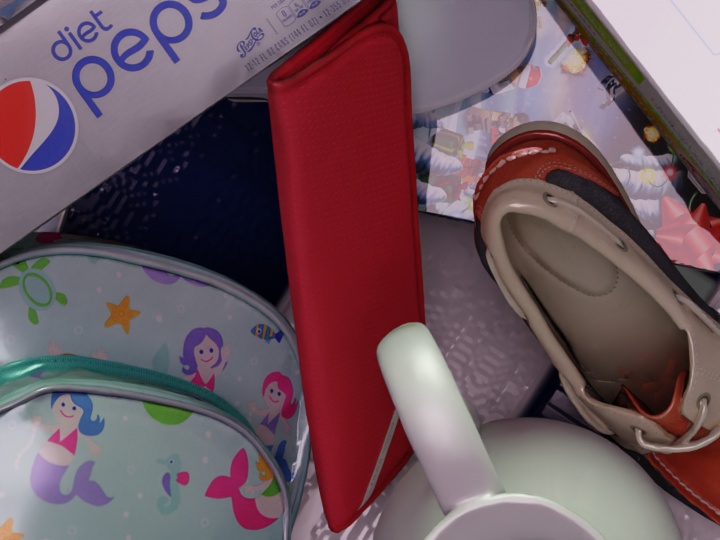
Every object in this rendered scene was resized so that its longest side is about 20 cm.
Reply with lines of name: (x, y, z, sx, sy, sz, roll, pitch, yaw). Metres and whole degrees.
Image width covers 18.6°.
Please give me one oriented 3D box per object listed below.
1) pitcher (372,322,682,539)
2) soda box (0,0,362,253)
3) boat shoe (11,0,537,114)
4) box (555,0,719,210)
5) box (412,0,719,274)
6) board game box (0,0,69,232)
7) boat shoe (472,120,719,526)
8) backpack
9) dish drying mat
pitcher: (0.052, 0.095, 0.791, 0.121, 0.200, 0.172, -21, 91, 4)
soda box: (-0.083, -0.078, 0.772, 0.199, 0.068, 0.064, -34, 102, 11)
boat shoe: (-0.033, -0.092, 0.836, 0.198, 0.068, 0.074, -10, 103, 6)
box: (0.127, -0.110, 0.781, 0.101, 0.112, 0.200, -38, 88, 4)
box: (0.097, -0.109, 0.860, 0.136, 0.040, 0.201, 11, 93, 2)
board game box: (-0.210, -0.066, 0.888, 0.199, 0.026, 0.201, 19, 94, 2)
boat shoe: (0.109, 0.034, 0.830, 0.071, 0.063, 0.200, -31, 110, 19)
backpack: (-0.106, 0.087, 0.827, 0.177, 0.150, 0.201, 15, 85, -19)
dish drying mat: (0.000, 0.000, 0.807, 0.018, 0.077, 0.201, 18, 132, 28)
